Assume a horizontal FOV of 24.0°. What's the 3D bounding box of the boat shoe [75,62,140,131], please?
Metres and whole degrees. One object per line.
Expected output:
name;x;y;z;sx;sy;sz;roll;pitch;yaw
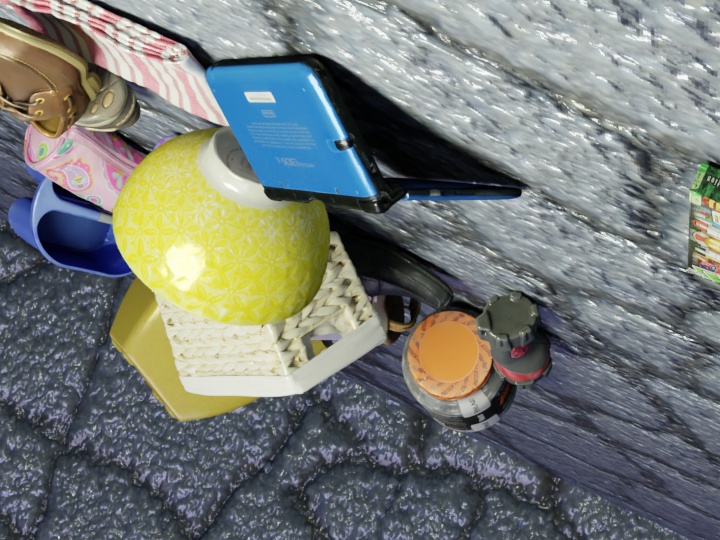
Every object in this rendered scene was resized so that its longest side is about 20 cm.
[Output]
boat shoe;-0.289;-0.167;1.570;0.198;0.075;0.073;23;172;28

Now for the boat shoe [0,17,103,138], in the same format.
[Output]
boat shoe;-0.265;-0.154;1.393;0.071;0.068;0.200;25;175;8

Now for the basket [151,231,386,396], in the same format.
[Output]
basket;-0.095;0.041;1.674;0.199;0.135;0.125;-3;112;51

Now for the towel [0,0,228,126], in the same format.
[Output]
towel;-0.201;-0.177;1.364;0.198;0.030;0.146;26;173;18

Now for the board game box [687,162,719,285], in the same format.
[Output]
board game box;0.253;-0.011;1.046;0.104;0.024;0.200;22;171;15

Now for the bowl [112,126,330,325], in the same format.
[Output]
bowl;-0.106;-0.061;1.466;0.198;0.201;0.108;26;130;-2

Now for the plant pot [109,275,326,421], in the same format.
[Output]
plant pot;-0.182;0.066;2.005;0.195;0.200;0.195;53;170;-17

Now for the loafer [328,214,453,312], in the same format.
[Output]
loafer;0.000;0.000;1.748;0.199;0.071;0.068;26;173;2

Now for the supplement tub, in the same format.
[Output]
supplement tub;0.114;0.113;1.933;0.121;0.124;0.200;24;173;14

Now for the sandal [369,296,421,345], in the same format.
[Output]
sandal;0.040;0.033;1.880;0.053;0.081;0.200;0;163;6

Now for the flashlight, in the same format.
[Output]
flashlight;0.163;0.070;1.736;0.067;0.068;0.200;28;169;14

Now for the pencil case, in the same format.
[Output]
pencil case;-0.277;-0.111;1.872;0.199;0.088;0.087;32;170;-40

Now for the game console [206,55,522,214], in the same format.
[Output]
game console;-0.001;-0.104;1.263;0.199;0.118;0.172;10;132;62

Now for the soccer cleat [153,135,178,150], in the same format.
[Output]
soccer cleat;-0.158;-0.083;1.761;0.200;0.066;0.077;46;-164;-44

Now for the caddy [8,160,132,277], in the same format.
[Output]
caddy;-0.309;-0.072;1.967;0.199;0.143;0.104;13;-170;-47

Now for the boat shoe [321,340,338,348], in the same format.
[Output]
boat shoe;-0.034;0.026;1.816;0.063;0.074;0.202;31;-161;-18
